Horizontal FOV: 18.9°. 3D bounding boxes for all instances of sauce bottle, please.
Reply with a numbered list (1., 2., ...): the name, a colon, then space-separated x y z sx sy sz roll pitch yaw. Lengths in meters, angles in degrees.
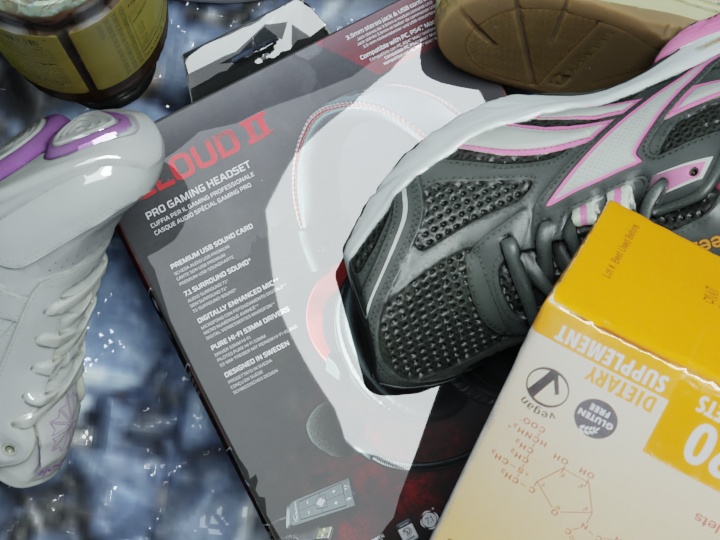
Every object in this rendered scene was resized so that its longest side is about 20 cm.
1. sauce bottle: -0.098 -0.092 0.734 0.064 0.200 0.065 0 83 -2

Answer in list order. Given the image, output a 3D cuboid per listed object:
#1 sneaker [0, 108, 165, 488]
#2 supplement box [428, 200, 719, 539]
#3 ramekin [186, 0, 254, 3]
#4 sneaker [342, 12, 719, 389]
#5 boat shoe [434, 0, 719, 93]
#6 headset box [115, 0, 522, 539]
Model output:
1. sneaker: -0.117 0.015 0.756 0.100 0.200 0.075 49 41 -4
2. supplement box: 0.085 0.097 0.676 0.125 0.074 0.201 27 123 7
3. ramekin: -0.053 -0.206 0.799 0.201 0.094 0.204 0 85 -3
4. sneaker: 0.088 -0.022 0.703 0.199 0.086 0.081 -32 120 -5
5. boat shoe: 0.114 -0.093 0.783 0.199 0.073 0.063 14 56 -33
6. headset box: 0.000 0.000 0.792 0.148 0.075 0.201 -26 86 -5
